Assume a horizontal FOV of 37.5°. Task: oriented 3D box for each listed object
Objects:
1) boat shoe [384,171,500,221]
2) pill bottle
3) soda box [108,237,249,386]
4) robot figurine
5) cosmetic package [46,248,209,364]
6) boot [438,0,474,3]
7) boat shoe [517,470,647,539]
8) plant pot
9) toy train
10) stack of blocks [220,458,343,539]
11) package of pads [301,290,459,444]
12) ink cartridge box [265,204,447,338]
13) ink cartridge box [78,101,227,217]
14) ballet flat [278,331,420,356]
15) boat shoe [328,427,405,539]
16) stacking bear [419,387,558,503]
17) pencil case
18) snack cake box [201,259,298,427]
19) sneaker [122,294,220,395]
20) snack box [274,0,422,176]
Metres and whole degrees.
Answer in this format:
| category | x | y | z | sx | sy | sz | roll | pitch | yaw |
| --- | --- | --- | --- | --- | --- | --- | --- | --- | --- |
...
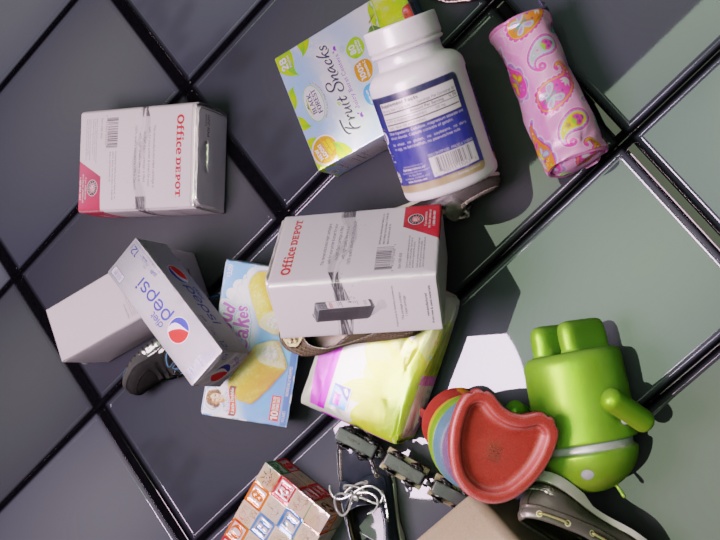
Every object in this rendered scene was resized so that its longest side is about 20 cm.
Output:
| category | x | y | z | sx | sy | sz | roll | pitch | yaw |
| --- | --- | --- | --- | --- | --- | --- | --- | --- | --- |
| boat shoe | 0.088 | -0.067 | 1.326 | 0.198 | 0.067 | 0.058 | -20 | 88 | 16 |
| pill bottle | 0.077 | -0.195 | 1.247 | 0.118 | 0.120 | 0.203 | -15 | 102 | 21 |
| soda box | -0.230 | 0.053 | 1.335 | 0.064 | 0.068 | 0.200 | -47 | 68 | 14 |
| robot figurine | 0.252 | 0.159 | 1.210 | 0.174 | 0.115 | 0.203 | -17 | 80 | 49 |
| cosmetic package | -0.322 | 0.052 | 1.474 | 0.198 | 0.107 | 0.086 | -27 | 76 | 18 |
| boot | 0.090 | -0.387 | 1.333 | 0.197 | 0.097 | 0.076 | 11 | 91 | 24 |
| boat shoe | 0.259 | 0.304 | 1.184 | 0.201 | 0.072 | 0.061 | 37 | 59 | -8 |
| plant pot | 0.153 | 0.367 | 1.206 | 0.200 | 0.199 | 0.178 | -42 | 61 | 15 |
| toy train | 0.058 | 0.247 | 1.309 | 0.198 | 0.046 | 0.034 | 28 | 85 | 8 |
| stack of blocks | -0.118 | 0.364 | 1.386 | 0.115 | 0.058 | 0.202 | 34 | 99 | 22 |
| package of pads | 0.028 | 0.102 | 1.338 | 0.153 | 0.068 | 0.203 | 20 | 94 | 24 |
| ink cartridge box | 0.000 | 0.000 | 1.250 | 0.197 | 0.145 | 0.085 | -3 | 125 | 10 |
| ink cartridge box | -0.290 | -0.151 | 1.488 | 0.197 | 0.085 | 0.148 | -1 | 86 | 25 |
| ballet flat | -0.017 | 0.067 | 1.300 | 0.197 | 0.046 | 0.069 | -6 | 82 | 24 |
| boat shoe | 0.005 | 0.297 | 1.336 | 0.074 | 0.062 | 0.203 | -15 | 80 | 23 |
| stacking bear | 0.126 | 0.188 | 1.221 | 0.120 | 0.200 | 0.115 | 22 | 89 | -12 |
| pencil case | 0.226 | -0.214 | 1.271 | 0.087 | 0.087 | 0.202 | -25 | 76 | 20 |
| snack cake box | -0.137 | 0.093 | 1.387 | 0.113 | 0.067 | 0.203 | 9 | 90 | -8 |
| sneaker | -0.246 | 0.120 | 1.453 | 0.199 | 0.073 | 0.082 | -39 | 80 | 18 |
| snack box | 0.009 | -0.243 | 1.374 | 0.198 | 0.067 | 0.171 | -28 | 77 | 20 |
